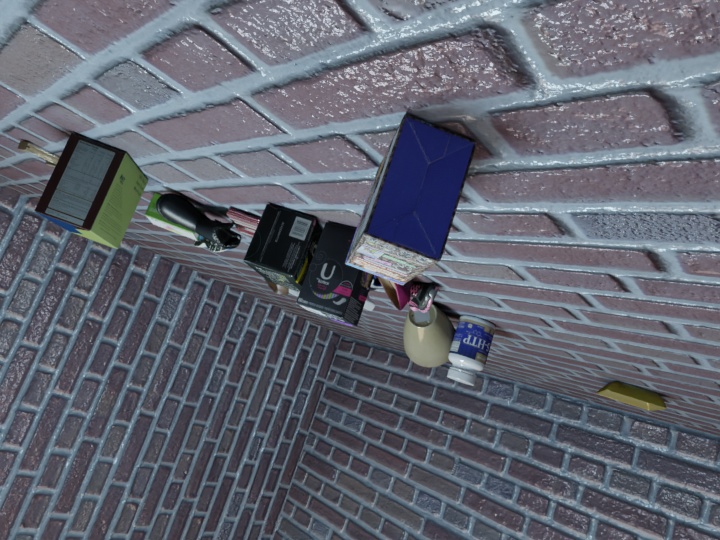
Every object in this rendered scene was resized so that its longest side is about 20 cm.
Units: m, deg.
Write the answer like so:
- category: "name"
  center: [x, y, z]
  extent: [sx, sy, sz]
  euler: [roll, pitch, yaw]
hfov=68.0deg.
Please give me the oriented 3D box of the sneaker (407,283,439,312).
- category: "sneaker"
  center: [0.151, 0.065, 1.496]
  extent: [0.095, 0.079, 0.200]
  euler: [33, 166, -7]

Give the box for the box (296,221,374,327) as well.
- category: "box"
  center: [-0.044, 0.010, 1.207]
  extent: [0.121, 0.202, 0.106]
  euler: [14, 168, 22]

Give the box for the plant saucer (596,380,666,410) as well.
- category: "plant saucer"
  center: [0.981, 0.451, 1.936]
  extent: [0.198, 0.049, 0.200]
  euler: [16, 169, 17]

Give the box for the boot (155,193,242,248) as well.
- category: "boot"
  center: [-0.433, -0.134, 1.445]
  extent: [0.167, 0.077, 0.200]
  euler: [19, 168, 41]

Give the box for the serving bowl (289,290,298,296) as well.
- category: "serving bowl"
  center: [-0.253, 0.003, 1.809]
  extent: [0.199, 0.066, 0.200]
  euler: [33, 159, 14]

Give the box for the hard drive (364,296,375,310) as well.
- category: "hard drive"
  center: [-0.047, 0.032, 1.532]
  extent: [0.131, 0.027, 0.200]
  euler: [28, -166, -35]

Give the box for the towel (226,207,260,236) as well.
- category: "towel"
  center: [-0.283, -0.117, 1.476]
  extent: [0.143, 0.023, 0.200]
  euler: [19, 169, 1]

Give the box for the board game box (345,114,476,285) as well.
- category: "board game box"
  center: [0.059, -0.082, 0.719]
  extent: [0.096, 0.161, 0.200]
  euler: [20, 169, -4]

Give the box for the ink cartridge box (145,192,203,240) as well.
- category: "ink cartridge box"
  center: [-0.550, -0.147, 1.625]
  extent: [0.147, 0.076, 0.200]
  euler: [21, 166, -4]

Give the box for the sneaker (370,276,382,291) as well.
- category: "sneaker"
  center: [0.000, 0.000, 1.462]
  extent: [0.088, 0.076, 0.199]
  euler: [-9, 158, 41]

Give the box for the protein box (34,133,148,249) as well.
- category: "protein box"
  center: [-0.643, -0.186, 1.298]
  extent: [0.134, 0.202, 0.199]
  euler: [20, 169, -4]

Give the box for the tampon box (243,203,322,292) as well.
- category: "tampon box"
  center: [-0.170, -0.045, 1.293]
  extent: [0.125, 0.151, 0.200]
  euler: [18, 169, 12]

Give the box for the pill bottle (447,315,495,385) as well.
- category: "pill bottle"
  center: [0.347, 0.256, 1.700]
  extent: [0.119, 0.202, 0.120]
  euler: [18, 169, 4]

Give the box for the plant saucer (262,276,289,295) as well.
- category: "plant saucer"
  center: [-0.283, -0.007, 1.648]
  extent: [0.200, 0.032, 0.201]
  euler: [48, 155, 31]

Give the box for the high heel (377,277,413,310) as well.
- category: "high heel"
  center: [0.062, 0.031, 1.394]
  extent: [0.199, 0.097, 0.067]
  euler: [27, 166, -32]

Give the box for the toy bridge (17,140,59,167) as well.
- category: "toy bridge"
  center: [-0.885, -0.313, 1.552]
  extent: [0.067, 0.027, 0.200]
  euler: [13, 167, 23]

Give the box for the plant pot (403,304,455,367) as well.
- category: "plant pot"
  center: [0.215, 0.189, 1.729]
  extent: [0.186, 0.188, 0.200]
  euler: [14, 154, 23]

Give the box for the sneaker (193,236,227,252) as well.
- category: "sneaker"
  center: [-0.472, -0.104, 1.776]
  extent: [0.089, 0.079, 0.199]
  euler: [6, -174, -45]
